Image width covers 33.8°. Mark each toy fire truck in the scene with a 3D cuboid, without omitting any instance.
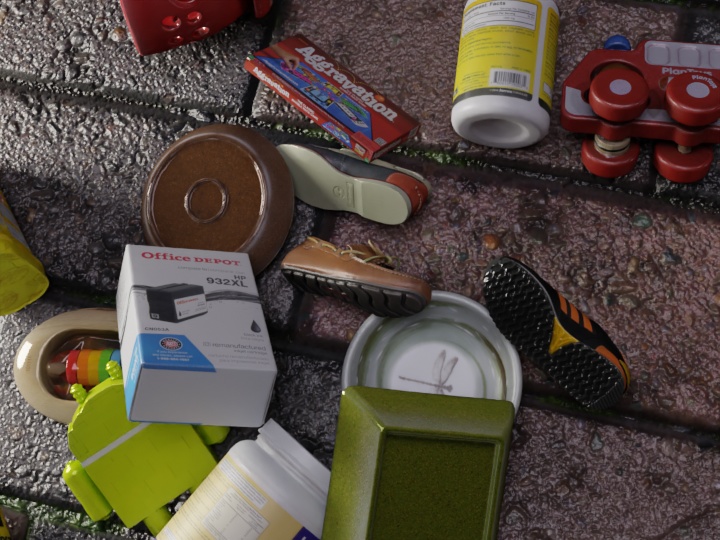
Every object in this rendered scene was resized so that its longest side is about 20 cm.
[{"bbox_3d":[0.329,-0.200,1.350,0.197,0.113,0.169,5,50,9],"label":"toy fire truck"}]

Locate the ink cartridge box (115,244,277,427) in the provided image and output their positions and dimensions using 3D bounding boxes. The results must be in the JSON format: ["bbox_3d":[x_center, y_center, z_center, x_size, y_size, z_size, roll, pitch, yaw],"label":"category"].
[{"bbox_3d":[-0.180,0.066,1.271,0.143,0.084,0.201,4,36,-19],"label":"ink cartridge box"}]

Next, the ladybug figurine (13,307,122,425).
[{"bbox_3d":[-0.293,0.114,1.351,0.197,0.072,0.137,4,75,9],"label":"ladybug figurine"}]

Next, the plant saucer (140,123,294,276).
[{"bbox_3d":[-0.175,-0.078,1.393,0.198,0.034,0.203,-3,81,16],"label":"plant saucer"}]

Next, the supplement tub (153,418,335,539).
[{"bbox_3d":[-0.114,0.271,1.241,0.145,0.146,0.200,39,83,17],"label":"supplement tub"}]

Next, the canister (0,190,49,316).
[{"bbox_3d":[-0.458,-0.062,1.389,0.086,0.149,0.201,-31,70,-2],"label":"canister"}]

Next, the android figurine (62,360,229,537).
[{"bbox_3d":[-0.237,0.193,1.290,0.181,0.041,0.201,-34,104,-2],"label":"android figurine"}]

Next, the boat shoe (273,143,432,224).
[{"bbox_3d":[-0.013,-0.109,1.383,0.198,0.072,0.063,20,39,27],"label":"boat shoe"}]

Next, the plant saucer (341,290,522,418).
[{"bbox_3d":[0.079,0.125,1.307,0.197,0.050,0.203,-2,73,7],"label":"plant saucer"}]

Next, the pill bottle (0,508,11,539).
[{"bbox_3d":[-0.434,0.315,1.290,0.111,0.113,0.202,-25,72,0],"label":"pill bottle"}]

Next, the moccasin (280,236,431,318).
[{"bbox_3d":[0.001,0.001,1.320,0.200,0.074,0.078,12,61,47],"label":"moccasin"}]

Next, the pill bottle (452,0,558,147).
[{"bbox_3d":[0.170,-0.254,1.366,0.111,0.113,0.202,6,74,10],"label":"pill bottle"}]

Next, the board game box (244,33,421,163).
[{"bbox_3d":[-0.032,-0.208,1.406,0.199,0.020,0.103,39,42,17],"label":"board game box"}]

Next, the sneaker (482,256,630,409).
[{"bbox_3d":[0.214,0.064,1.290,0.200,0.090,0.070,47,113,13],"label":"sneaker"}]

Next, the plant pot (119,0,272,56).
[{"bbox_3d":[-0.206,-0.377,1.425,0.180,0.201,0.203,-15,72,-6],"label":"plant pot"}]

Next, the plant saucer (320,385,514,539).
[{"bbox_3d":[0.067,0.228,1.206,0.198,0.048,0.202,7,92,-20],"label":"plant saucer"}]
